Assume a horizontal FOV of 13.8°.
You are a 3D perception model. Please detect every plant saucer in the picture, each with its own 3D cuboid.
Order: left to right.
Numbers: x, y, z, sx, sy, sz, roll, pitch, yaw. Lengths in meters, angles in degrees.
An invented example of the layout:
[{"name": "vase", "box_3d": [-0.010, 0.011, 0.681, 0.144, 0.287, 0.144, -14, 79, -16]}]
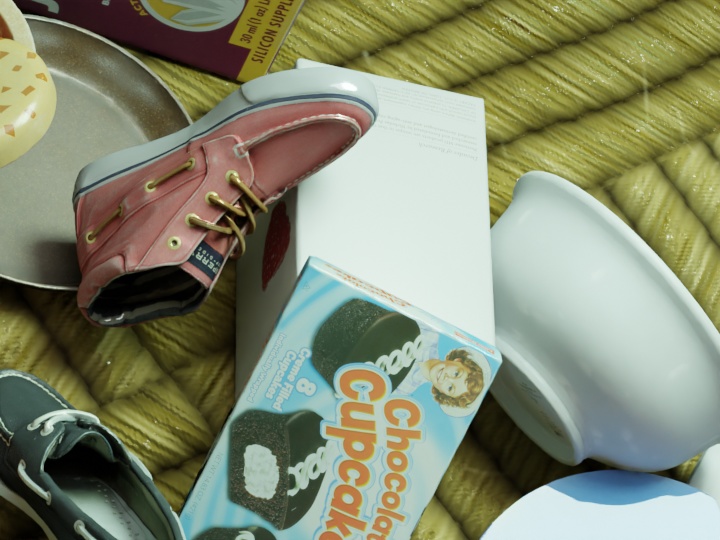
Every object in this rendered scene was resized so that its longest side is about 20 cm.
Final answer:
[{"name": "plant saucer", "box_3d": [-0.188, -0.063, 1.734, 0.200, 0.032, 0.200, 13, 52, -16]}]

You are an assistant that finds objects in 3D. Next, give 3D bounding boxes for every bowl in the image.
[{"name": "bowl", "box_3d": [0.125, 0.047, 1.712, 0.090, 0.201, 0.201, -39, 75, -13]}]

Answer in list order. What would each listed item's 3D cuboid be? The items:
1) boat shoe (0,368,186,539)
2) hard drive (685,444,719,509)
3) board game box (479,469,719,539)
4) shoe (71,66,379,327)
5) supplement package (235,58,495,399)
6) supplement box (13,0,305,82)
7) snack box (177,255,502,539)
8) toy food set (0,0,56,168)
[{"name": "boat shoe", "box_3d": [-0.146, 0.109, 1.574, 0.076, 0.060, 0.200, -12, 44, -35]}, {"name": "hard drive", "box_3d": [0.265, 0.140, 1.792, 0.132, 0.027, 0.200, 34, 48, 2]}, {"name": "board game box", "box_3d": [0.146, 0.212, 1.670, 0.158, 0.039, 0.200, -13, 65, -14]}, {"name": "shoe", "box_3d": [-0.074, -0.036, 1.633, 0.071, 0.200, 0.091, 37, 41, -45]}, {"name": "supplement package", "box_3d": [0.000, 0.000, 1.712, 0.120, 0.121, 0.200, 11, 51, -16]}, {"name": "supplement box", "box_3d": [-0.126, -0.215, 1.811, 0.200, 0.131, 0.103, 17, 50, -11]}, {"name": "snack box", "box_3d": [-0.021, 0.106, 1.588, 0.116, 0.200, 0.037, 26, 8, -4]}, {"name": "toy food set", "box_3d": [-0.280, -0.110, 1.679, 0.198, 0.049, 0.200, -17, 55, -11]}]
